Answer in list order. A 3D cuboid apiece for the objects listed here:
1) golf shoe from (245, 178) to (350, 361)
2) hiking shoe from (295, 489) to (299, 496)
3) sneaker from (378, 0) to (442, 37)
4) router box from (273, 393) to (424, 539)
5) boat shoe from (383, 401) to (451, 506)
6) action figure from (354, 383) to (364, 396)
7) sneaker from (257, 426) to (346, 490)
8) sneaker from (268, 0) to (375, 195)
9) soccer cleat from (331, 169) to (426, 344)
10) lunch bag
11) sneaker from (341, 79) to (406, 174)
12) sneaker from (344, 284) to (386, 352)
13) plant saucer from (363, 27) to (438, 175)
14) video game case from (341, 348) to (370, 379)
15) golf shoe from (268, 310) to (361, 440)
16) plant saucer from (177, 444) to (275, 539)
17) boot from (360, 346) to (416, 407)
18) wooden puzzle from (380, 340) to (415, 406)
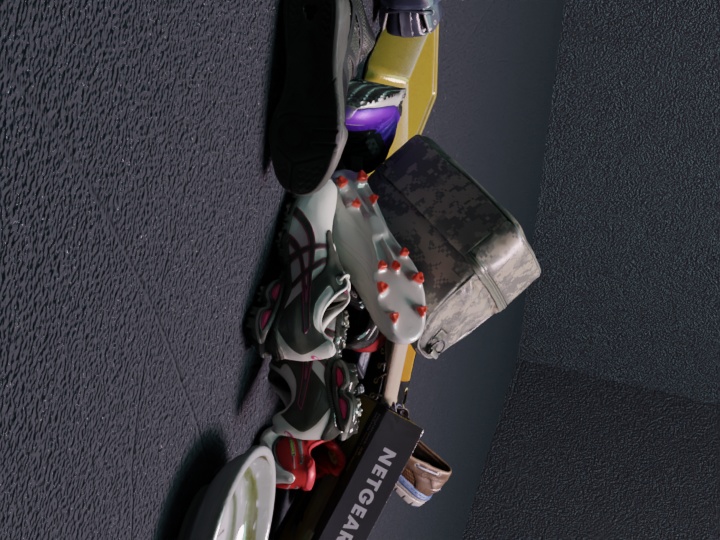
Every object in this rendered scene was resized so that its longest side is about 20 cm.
[{"bbox_3d":[-0.044,-0.001,1.353,0.077,0.087,0.202,72,31,-64],"label":"golf shoe"},{"bbox_3d":[-0.015,0.244,1.712,0.200,0.086,0.075,-56,162,-57],"label":"hiking shoe"},{"bbox_3d":[0.046,-0.310,1.484,0.203,0.076,0.147,-61,157,-57],"label":"sneaker"},{"bbox_3d":[-0.016,0.242,1.537,0.201,0.052,0.157,-62,-166,-5],"label":"router box"},{"bbox_3d":[0.031,0.197,1.670,0.072,0.200,0.072,-40,-161,20],"label":"boat shoe"},{"bbox_3d":[-0.033,0.120,1.531,0.055,0.119,0.200,-35,178,3],"label":"action figure"},{"bbox_3d":[-0.054,0.199,1.505,0.200,0.084,0.078,-41,143,-70],"label":"sneaker"},{"bbox_3d":[-0.031,-0.172,1.265,0.114,0.076,0.201,-30,126,-66],"label":"sneaker"},{"bbox_3d":[0.009,-0.010,1.413,0.078,0.069,0.201,-46,-118,50],"label":"soccer cleat"},{"bbox_3d":[0.070,-0.022,1.483,0.167,0.200,0.139,-41,151,-3],"label":"lunch bag"},{"bbox_3d":[0.004,-0.150,1.469,0.200,0.069,0.100,-30,134,-73],"label":"sneaker"},{"bbox_3d":[0.000,0.000,1.592,0.098,0.070,0.202,-12,109,-68],"label":"sneaker"},{"bbox_3d":[0.056,-0.227,1.682,0.201,0.048,0.201,88,17,-48],"label":"plant saucer"},{"bbox_3d":[0.009,0.020,1.761,0.181,0.025,0.202,69,34,-69],"label":"video game case"},{"bbox_3d":[-0.053,0.076,1.384,0.077,0.087,0.201,96,-12,-55],"label":"golf shoe"},{"bbox_3d":[-0.133,0.257,1.278,0.200,0.050,0.202,13,90,-78],"label":"plant saucer"},{"bbox_3d":[0.041,0.135,1.851,0.200,0.073,0.152,-69,175,-61],"label":"boot"},{"bbox_3d":[0.053,0.049,1.702,0.186,0.037,0.201,100,-5,-48],"label":"wooden puzzle"}]
